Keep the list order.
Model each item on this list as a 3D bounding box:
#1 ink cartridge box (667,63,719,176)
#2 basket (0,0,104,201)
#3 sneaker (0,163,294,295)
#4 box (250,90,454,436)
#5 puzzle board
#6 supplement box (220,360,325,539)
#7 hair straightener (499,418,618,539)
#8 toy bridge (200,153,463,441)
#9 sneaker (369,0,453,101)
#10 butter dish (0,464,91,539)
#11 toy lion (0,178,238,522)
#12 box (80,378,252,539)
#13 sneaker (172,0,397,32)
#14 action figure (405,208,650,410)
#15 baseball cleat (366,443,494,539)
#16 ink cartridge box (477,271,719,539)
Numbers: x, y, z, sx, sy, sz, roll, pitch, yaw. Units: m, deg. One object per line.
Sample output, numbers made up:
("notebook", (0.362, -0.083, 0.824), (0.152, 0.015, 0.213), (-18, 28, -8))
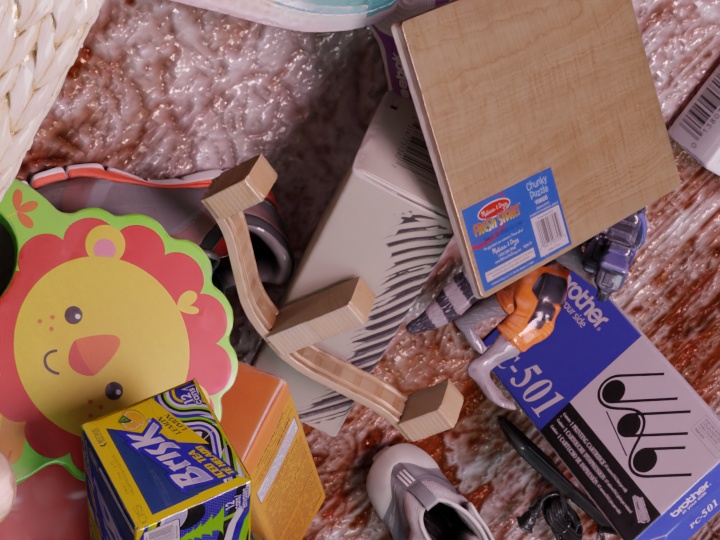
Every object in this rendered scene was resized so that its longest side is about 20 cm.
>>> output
("ink cartridge box", (0.319, -0.118, 1.245), (0.200, 0.050, 0.163), (19, 113, -49))
("basket", (-0.216, -0.107, 0.850), (0.123, 0.136, 0.201), (17, 115, -35))
("sneaker", (-0.126, -0.010, 1.024), (0.199, 0.082, 0.077), (-11, 129, -24))
("box", (0.000, 0.000, 1.062), (0.068, 0.082, 0.200), (26, 135, -2))
("puzzle board", (0.101, -0.088, 1.018), (0.200, 0.017, 0.152), (-27, 105, -43))
("supplement box", (-0.073, 0.120, 1.116), (0.200, 0.066, 0.069), (74, 38, -64))
("hair straightener", (0.145, 0.165, 1.367), (0.077, 0.041, 0.200), (-37, 139, -1))
("toy bridge", (-0.023, 0.026, 1.018), (0.067, 0.027, 0.200), (-22, 119, 34))
("sneaker", (0.053, -0.140, 1.054), (0.099, 0.075, 0.201), (-35, 138, -36))
("butter dish", (-0.198, 0.143, 1.057), (0.198, 0.148, 0.201), (2, 124, -31))
("toy lion", (-0.171, 0.031, 0.965), (0.191, 0.069, 0.201), (-35, 92, -14))
("box", (-0.099, 0.146, 0.950), (0.064, 0.070, 0.201), (-21, 147, -21))
("sneaker", (-0.059, -0.178, 0.936), (0.199, 0.071, 0.080), (6, 123, -29))
("action figure", (0.116, -0.014, 1.140), (0.104, 0.200, 0.194), (30, 102, 3))
("baseball cleat", (0.065, 0.202, 1.292), (0.070, 0.106, 0.200), (-41, 137, -3))
("ink cartridge box", (0.164, 0.088, 1.195), (0.094, 0.200, 0.044), (-44, 135, 7))
